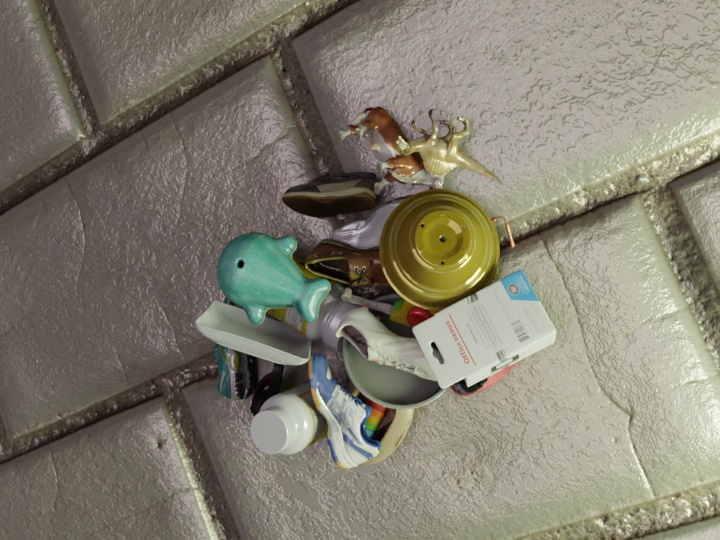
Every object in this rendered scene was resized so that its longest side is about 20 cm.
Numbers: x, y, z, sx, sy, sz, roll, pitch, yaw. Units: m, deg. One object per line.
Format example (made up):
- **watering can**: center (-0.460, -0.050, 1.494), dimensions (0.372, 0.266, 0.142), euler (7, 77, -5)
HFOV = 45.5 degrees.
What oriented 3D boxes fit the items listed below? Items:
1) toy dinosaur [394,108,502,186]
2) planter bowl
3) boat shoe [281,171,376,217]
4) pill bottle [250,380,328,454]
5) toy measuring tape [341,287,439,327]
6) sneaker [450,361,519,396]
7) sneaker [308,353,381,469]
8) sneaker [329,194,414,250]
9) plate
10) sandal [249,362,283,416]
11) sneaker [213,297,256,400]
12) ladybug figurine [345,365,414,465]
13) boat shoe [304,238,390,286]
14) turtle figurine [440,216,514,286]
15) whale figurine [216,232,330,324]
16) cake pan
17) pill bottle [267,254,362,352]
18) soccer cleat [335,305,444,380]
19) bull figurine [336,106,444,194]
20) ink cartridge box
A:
- **toy dinosaur**: center (0.145, -0.203, 1.426), dimensions (0.197, 0.058, 0.103), euler (16, 81, -15)
- **planter bowl**: center (0.128, -0.042, 1.361), dimensions (0.197, 0.084, 0.204), euler (0, 80, 1)
- **boat shoe**: center (-0.051, -0.138, 1.520), dimensions (0.198, 0.073, 0.066), euler (2, 63, 33)
- **pill bottle**: center (-0.113, 0.259, 1.498), dimensions (0.103, 0.199, 0.106), euler (2, 94, 23)
- **toy measuring tape**: center (0.067, 0.050, 1.425), dimensions (0.197, 0.074, 0.075), euler (18, 101, 6)
- **sneaker**: center (0.228, 0.136, 1.417), dimensions (0.199, 0.087, 0.074), euler (-37, 69, -3)
- **sneaker**: center (-0.025, 0.230, 1.459), dimensions (0.087, 0.075, 0.203), euler (-20, 91, 12)
- **sneaker**: center (0.047, -0.062, 1.484), dimensions (0.198, 0.078, 0.100), euler (-25, 92, 30)
- **plate**: center (-0.181, 0.113, 1.488), dimensions (0.197, 0.200, 0.033), euler (18, 98, -3)
- **sandal**: center (-0.172, 0.220, 1.563), dimensions (0.047, 0.076, 0.202), euler (12, 126, -3)
- **sneaker**: center (-0.247, 0.144, 1.620), dimensions (0.079, 0.077, 0.203), euler (3, 93, 35)
- **ladybug figurine**: center (0.027, 0.252, 1.507), dimensions (0.135, 0.072, 0.201), euler (37, 106, 18)
- **boat shoe**: center (0.000, 0.000, 1.448), dimensions (0.197, 0.068, 0.073), euler (7, 120, 25)
- **turtle figurine**: center (0.164, -0.001, 1.434), dimensions (0.159, 0.064, 0.203), euler (13, 99, 22)
- **whale figurine**: center (-0.151, 0.013, 1.430), dimensions (0.198, 0.104, 0.161), euler (25, 86, 20)
- **cake pan**: center (0.068, 0.139, 1.450), dimensions (0.197, 0.037, 0.203), euler (0, 67, 0)
- **pill bottle**: center (-0.094, 0.054, 1.523), dimensions (0.199, 0.114, 0.115), euler (31, 105, 18)
- **soccer cleat**: center (0.050, 0.131, 1.391), dimensions (0.198, 0.078, 0.070), euler (30, 133, 17)
- **bull figurine**: center (0.054, -0.195, 1.451), dimensions (0.201, 0.121, 0.065), euler (52, 138, 19)
- **ink cartridge box**: center (0.193, 0.101, 1.353), dimensions (0.198, 0.067, 0.117), euler (-27, 68, 1)
